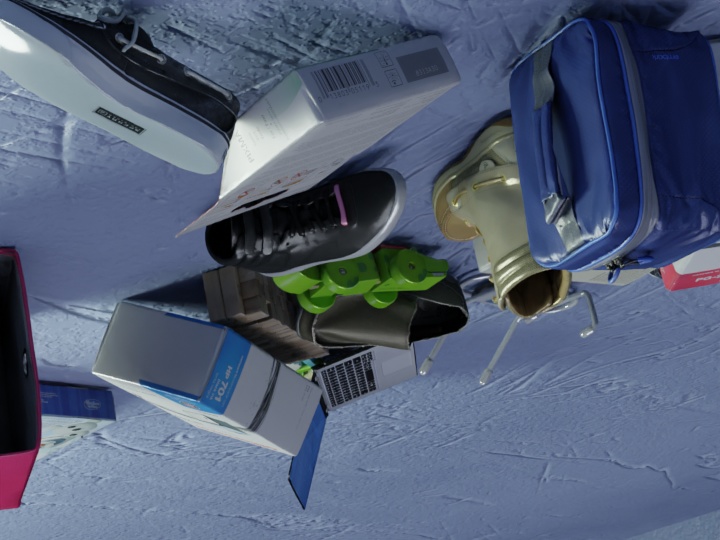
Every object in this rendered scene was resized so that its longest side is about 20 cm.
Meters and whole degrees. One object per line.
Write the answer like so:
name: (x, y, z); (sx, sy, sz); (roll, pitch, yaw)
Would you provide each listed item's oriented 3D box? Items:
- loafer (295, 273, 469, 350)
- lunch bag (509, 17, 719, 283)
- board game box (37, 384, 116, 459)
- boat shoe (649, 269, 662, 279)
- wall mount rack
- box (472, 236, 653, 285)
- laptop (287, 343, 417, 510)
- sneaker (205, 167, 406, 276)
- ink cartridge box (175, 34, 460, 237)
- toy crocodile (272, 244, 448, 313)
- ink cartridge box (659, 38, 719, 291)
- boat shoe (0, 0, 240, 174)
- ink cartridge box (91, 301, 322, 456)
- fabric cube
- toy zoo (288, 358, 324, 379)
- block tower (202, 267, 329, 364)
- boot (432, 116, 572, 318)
loafer: (0.029, 0.043, 1.603); (0.200, 0.070, 0.075); (-9, 120, -25)
lunch bag: (0.191, -0.087, 1.187); (0.132, 0.201, 0.136); (2, 161, -24)
board game box: (-0.426, 0.181, 1.803); (0.199, 0.043, 0.200); (-28, 154, 37)
boat shoe: (0.337, -0.021, 1.620); (0.072, 0.068, 0.200); (-9, 160, -5)
wall mount rack: (0.163, 0.064, 1.745); (0.174, 0.075, 0.200); (-26, 154, 35)
box: (0.208, -0.034, 1.520); (0.200, 0.069, 0.082); (6, 153, -37)
laptop: (-0.006, 0.182, 1.865); (0.200, 0.116, 0.187); (-22, 160, -4)
sneaker: (-0.055, -0.042, 1.361); (0.200, 0.071, 0.099); (-22, 162, 38)
ink cartridge box: (-0.042, -0.103, 1.173); (0.161, 0.050, 0.200); (-23, 175, -45)
toy crocodile: (0.000, 0.000, 1.533); (0.200, 0.062, 0.067); (-3, 158, -33)
ink cartridge box: (0.301, -0.088, 1.315); (0.084, 0.145, 0.200); (-10, 160, -5)
boat shoe: (-0.168, -0.141, 1.050); (0.199, 0.068, 0.074); (27, 156, -21)
ink cartridge box: (-0.155, 0.113, 1.596); (0.146, 0.086, 0.200); (11, 163, 33)
fabric cube: (-0.407, 0.112, 1.414); (0.199, 0.197, 0.199); (-4, 158, -18)
toy zoo: (-0.128, 0.105, 1.783); (0.131, 0.021, 0.200); (-15, 159, 12)
block tower: (-0.093, 0.048, 1.605); (0.054, 0.058, 0.200); (-17, 160, 17)
boot: (0.126, -0.027, 1.372); (0.073, 0.156, 0.200); (-3, 158, -21)
